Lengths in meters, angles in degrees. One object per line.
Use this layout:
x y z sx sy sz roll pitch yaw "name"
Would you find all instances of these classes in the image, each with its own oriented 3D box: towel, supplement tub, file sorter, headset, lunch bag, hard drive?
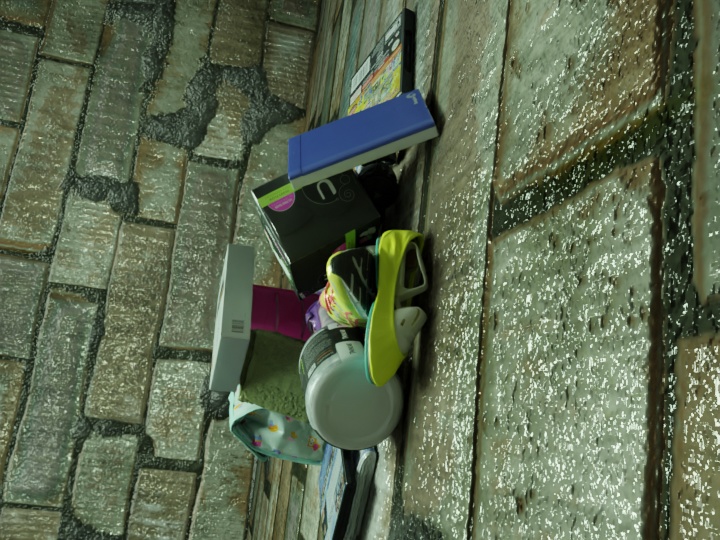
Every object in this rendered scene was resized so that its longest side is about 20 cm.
-0.105 0.180 1.124 0.037 0.198 0.150 -65 -10 -68 "towel"
-0.019 0.142 0.893 0.200 0.121 0.124 -128 48 -75 "supplement tub"
-0.115 0.127 1.208 0.126 0.198 0.140 -106 28 -64 "file sorter"
0.039 -0.157 1.039 0.200 0.093 0.125 85 -176 -67 "headset"
-0.158 0.283 1.302 0.170 0.198 0.123 -123 43 -73 "lunch bag"
-0.013 0.285 1.012 0.200 0.024 0.148 -114 35 -71 "towel"
-0.002 -0.180 0.911 0.132 0.198 0.026 -99 -13 -57 "hard drive"

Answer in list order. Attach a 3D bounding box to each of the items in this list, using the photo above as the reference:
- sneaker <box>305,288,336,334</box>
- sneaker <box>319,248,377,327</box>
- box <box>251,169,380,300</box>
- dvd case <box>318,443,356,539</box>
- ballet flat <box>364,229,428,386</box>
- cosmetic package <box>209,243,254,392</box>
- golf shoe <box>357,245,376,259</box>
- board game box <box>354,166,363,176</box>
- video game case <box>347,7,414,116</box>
-0.050 0.093 1.082 0.201 0.087 0.081 -76 -13 -52 "sneaker"
-0.016 0.033 0.856 0.200 0.089 0.079 56 -144 -62 "sneaker"
-0.063 -0.063 1.014 0.125 0.148 0.200 60 171 14 "box"
-0.037 0.314 0.998 0.200 0.017 0.144 -108 29 -70 "dvd case"
0.046 0.037 0.793 0.067 0.066 0.202 52 -143 -52 "ballet flat"
-0.217 0.079 1.140 0.152 0.051 0.201 109 162 -45 "cosmetic package"
0.000 0.000 0.996 0.200 0.091 0.073 127 150 -73 "golf shoe"
-0.005 -0.125 1.252 0.200 0.041 0.202 118 158 -59 "board game box"
0.031 -0.313 1.152 0.200 0.025 0.182 -39 41 53 "video game case"
